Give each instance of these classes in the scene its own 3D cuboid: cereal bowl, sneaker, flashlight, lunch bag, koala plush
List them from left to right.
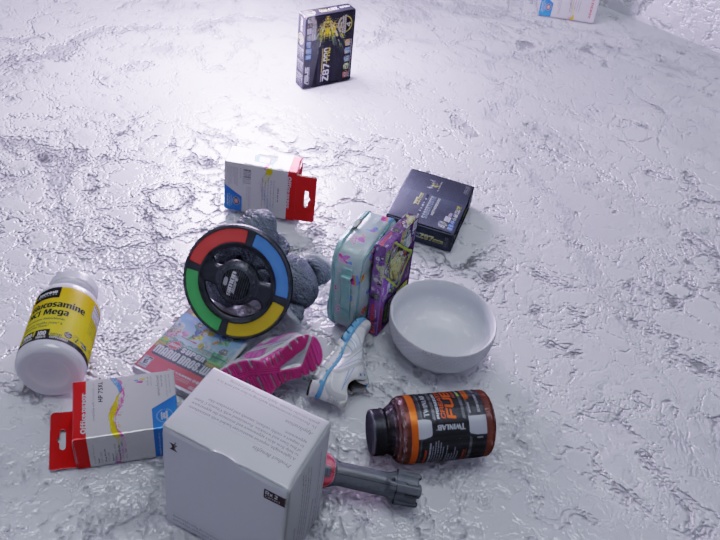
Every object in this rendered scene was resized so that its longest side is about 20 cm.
[{"bbox_3d":[-0.161,0.165,1.373,0.196,0.083,0.088,-21,11,-14],"label":"sneaker"},{"bbox_3d":[-0.157,0.002,1.504,0.198,0.185,0.178,36,53,4],"label":"koala plush"},{"bbox_3d":[-0.016,0.164,1.411,0.085,0.076,0.201,30,46,5],"label":"sneaker"},{"bbox_3d":[-0.008,0.312,1.234,0.195,0.069,0.068,13,36,-2],"label":"flashlight"},{"bbox_3d":[0.000,0.000,1.492,0.076,0.204,0.161,22,43,20],"label":"lunch bag"},{"bbox_3d":[0.144,0.112,1.477,0.194,0.085,0.202,5,39,-4],"label":"cereal bowl"}]

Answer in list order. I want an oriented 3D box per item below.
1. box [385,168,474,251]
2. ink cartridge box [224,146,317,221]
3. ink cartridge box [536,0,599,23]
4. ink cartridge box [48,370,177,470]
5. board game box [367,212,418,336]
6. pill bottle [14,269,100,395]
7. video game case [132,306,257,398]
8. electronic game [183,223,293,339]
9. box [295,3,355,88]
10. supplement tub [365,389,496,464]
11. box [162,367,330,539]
[{"bbox_3d":[0.153,-0.137,1.800,0.154,0.052,0.201,17,41,12],"label":"box"},{"bbox_3d":[-0.186,-0.181,1.730,0.194,0.118,0.068,10,38,2],"label":"ink cartridge box"},{"bbox_3d":[0.717,-0.957,2.797,0.194,0.150,0.146,10,39,2],"label":"ink cartridge box"},{"bbox_3d":[-0.380,0.230,1.258,0.195,0.068,0.117,-6,41,-16],"label":"ink cartridge box"},{"bbox_3d":[0.057,0.008,1.492,0.032,0.204,0.120,21,40,18],"label":"board game box"},{"bbox_3d":[-0.496,0.097,1.360,0.109,0.114,0.202,2,40,-7],"label":"pill bottle"},{"bbox_3d":[-0.281,0.137,1.426,0.140,0.018,0.201,21,41,16],"label":"video game case"},{"bbox_3d":[-0.212,0.020,1.413,0.195,0.205,0.042,12,15,5],"label":"electronic game"},{"bbox_3d":[-0.095,-0.601,2.190,0.158,0.204,0.049,-17,44,-28],"label":"box"},{"bbox_3d":[0.108,0.248,1.290,0.194,0.109,0.108,-3,40,-13],"label":"supplement tub"},{"bbox_3d":[-0.158,0.280,1.133,0.195,0.204,0.131,22,39,16],"label":"box"}]
